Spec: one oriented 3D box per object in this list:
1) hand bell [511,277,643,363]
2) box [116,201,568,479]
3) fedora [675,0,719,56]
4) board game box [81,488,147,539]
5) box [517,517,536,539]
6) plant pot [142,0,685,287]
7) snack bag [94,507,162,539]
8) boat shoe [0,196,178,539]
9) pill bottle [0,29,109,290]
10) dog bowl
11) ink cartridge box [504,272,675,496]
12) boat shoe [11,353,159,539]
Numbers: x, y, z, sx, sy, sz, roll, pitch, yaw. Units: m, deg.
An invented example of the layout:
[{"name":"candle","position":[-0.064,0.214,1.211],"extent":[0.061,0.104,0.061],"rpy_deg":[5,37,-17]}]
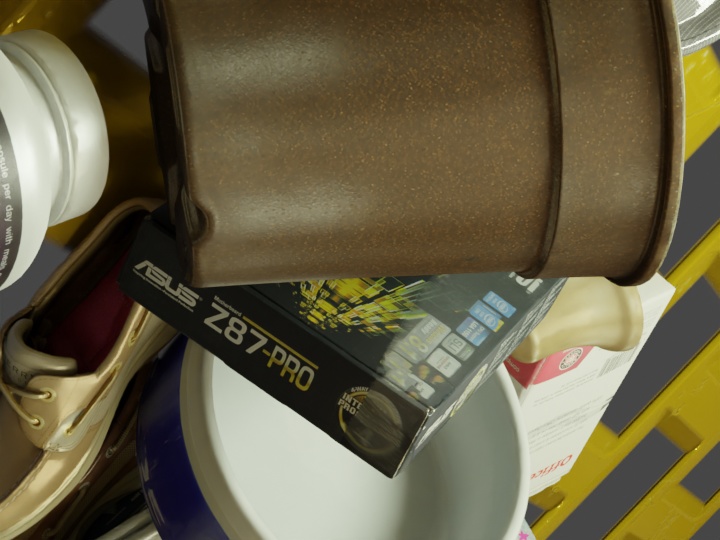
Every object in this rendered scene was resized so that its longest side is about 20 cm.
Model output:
[{"name":"hand bell","position":[0.063,0.047,1.178],"extent":[0.199,0.104,0.105],"rpy_deg":[-28,151,-20]},{"name":"box","position":[0.000,0.000,0.940],"extent":[0.200,0.161,0.049],"rpy_deg":[-38,161,-56]},{"name":"fedora","position":[0.163,-0.181,0.996],"extent":[0.200,0.090,0.178],"rpy_deg":[-37,137,-29]},{"name":"board game box","position":[-0.099,0.126,1.160],"extent":[0.200,0.062,0.200],"rpy_deg":[-42,157,-10]},{"name":"box","position":[-0.004,0.191,1.153],"extent":[0.131,0.115,0.201],"rpy_deg":[1,134,-33]},{"name":"plant pot","position":[0.012,-0.079,0.824],"extent":[0.196,0.202,0.201],"rpy_deg":[-9,146,-9]},{"name":"snack bag","position":[-0.172,0.203,1.052],"extent":[0.188,0.021,0.200],"rpy_deg":[-31,161,-14]},{"name":"boat shoe","position":[-0.151,0.044,0.952],"extent":[0.201,0.073,0.069],"rpy_deg":[-54,152,-2]},{"name":"pill bottle","position":[-0.194,-0.030,0.715],"extent":[0.199,0.113,0.113],"rpy_deg":[-21,147,-40]},{"name":"dog bowl","position":[-0.013,0.090,1.003],"extent":[0.199,0.201,0.079],"rpy_deg":[-20,168,-41]},{"name":"ink cartridge box","position":[0.118,0.078,1.391],"extent":[0.145,0.085,0.201],"rpy_deg":[-20,144,-42]},{"name":"boat shoe","position":[-0.175,0.112,1.022],"extent":[0.200,0.076,0.072],"rpy_deg":[-46,148,-10]}]
